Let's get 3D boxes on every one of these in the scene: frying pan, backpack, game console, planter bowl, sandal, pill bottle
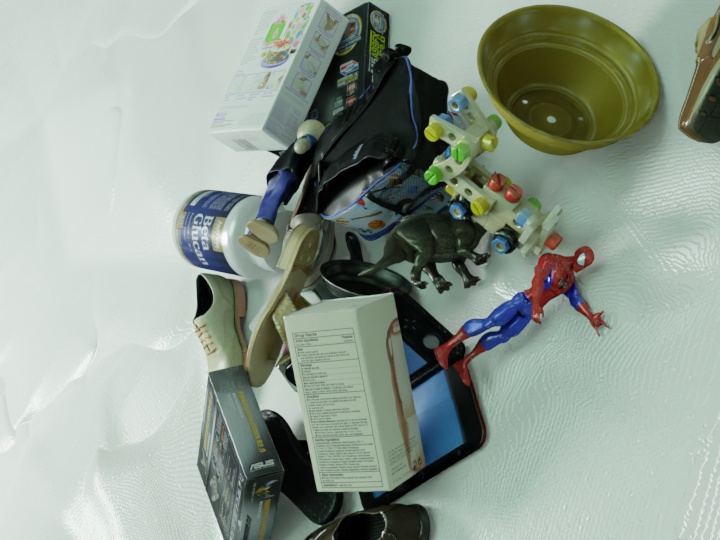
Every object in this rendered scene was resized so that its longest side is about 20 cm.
[{"bbox_3d":[-0.014,0.001,1.619,0.190,0.114,0.031,38,121,50],"label":"frying pan"},{"bbox_3d":[0.031,-0.134,1.593,0.190,0.154,0.201,-32,38,33],"label":"backpack"},{"bbox_3d":[0.023,0.149,1.508,0.200,0.172,0.119,-37,22,31],"label":"game console"},{"bbox_3d":[0.214,-0.186,1.429,0.084,0.198,0.202,103,159,-54],"label":"planter bowl"},{"bbox_3d":[-0.075,0.055,1.598,0.069,0.077,0.214,22,101,23],"label":"sandal"},{"bbox_3d":[-0.077,0.245,1.633,0.200,0.045,0.076,41,106,43],"label":"sandal"},{"bbox_3d":[-0.160,-0.048,1.800,0.199,0.111,0.112,9,80,50],"label":"pill bottle"}]

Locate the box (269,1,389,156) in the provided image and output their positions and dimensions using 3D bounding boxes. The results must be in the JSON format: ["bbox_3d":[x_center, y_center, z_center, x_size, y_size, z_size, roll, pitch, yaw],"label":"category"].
[{"bbox_3d":[-0.047,-0.256,1.817,0.199,0.044,0.162,-17,61,43],"label":"box"}]

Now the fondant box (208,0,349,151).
[{"bbox_3d":[-0.111,-0.261,1.791,0.144,0.058,0.202,5,69,54],"label":"fondant box"}]

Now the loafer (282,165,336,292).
[{"bbox_3d":[-0.064,-0.067,1.692,0.071,0.063,0.201,-5,49,26],"label":"loafer"}]

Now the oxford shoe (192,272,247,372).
[{"bbox_3d":[-0.200,0.097,1.808,0.071,0.073,0.202,-32,51,35],"label":"oxford shoe"}]

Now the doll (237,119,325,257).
[{"bbox_3d":[-0.095,-0.113,1.671,0.137,0.048,0.201,-49,14,57],"label":"doll"}]

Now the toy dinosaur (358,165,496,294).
[{"bbox_3d":[0.084,-0.030,1.513,0.198,0.077,0.103,-21,62,-8],"label":"toy dinosaur"}]

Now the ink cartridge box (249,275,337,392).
[{"bbox_3d":[-0.054,0.092,1.659,0.104,0.059,0.200,-55,42,14],"label":"ink cartridge box"}]

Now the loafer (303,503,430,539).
[{"bbox_3d":[-0.012,0.303,1.508,0.199,0.071,0.074,-32,52,35],"label":"loafer"}]

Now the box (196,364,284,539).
[{"bbox_3d":[-0.150,0.240,1.623,0.201,0.048,0.159,103,150,-46],"label":"box"}]

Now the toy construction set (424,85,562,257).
[{"bbox_3d":[0.148,-0.089,1.424,0.200,0.092,0.132,51,146,21],"label":"toy construction set"}]

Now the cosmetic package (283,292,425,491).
[{"bbox_3d":[-0.005,0.134,1.460,0.103,0.087,0.202,-5,99,32],"label":"cosmetic package"}]

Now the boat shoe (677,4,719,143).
[{"bbox_3d":[0.372,-0.221,1.318,0.201,0.075,0.074,-59,35,-2],"label":"boat shoe"}]

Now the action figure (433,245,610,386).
[{"bbox_3d":[0.178,0.058,1.396,0.200,0.065,0.099,-44,40,13],"label":"action figure"}]
